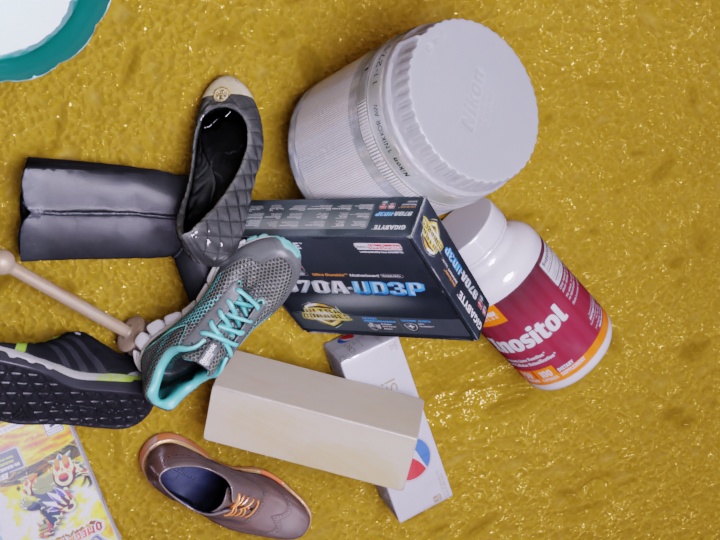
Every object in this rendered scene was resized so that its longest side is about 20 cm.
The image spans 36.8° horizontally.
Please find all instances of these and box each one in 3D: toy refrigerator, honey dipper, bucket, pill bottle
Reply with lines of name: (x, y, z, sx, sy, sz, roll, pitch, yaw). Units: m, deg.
toy refrigerator: (-0.044, 0.147, 1.057, 0.199, 0.076, 0.070, 15, 115, 2)
honey dipper: (-0.255, 0.035, 0.994, 0.200, 0.038, 0.038, 34, 91, -37)
bucket: (-0.304, -0.251, 0.875, 0.207, 0.135, 0.208, -5, 105, -17)
pill bottle: (0.162, 0.023, 1.123, 0.113, 0.113, 0.200, -46, 113, -3)

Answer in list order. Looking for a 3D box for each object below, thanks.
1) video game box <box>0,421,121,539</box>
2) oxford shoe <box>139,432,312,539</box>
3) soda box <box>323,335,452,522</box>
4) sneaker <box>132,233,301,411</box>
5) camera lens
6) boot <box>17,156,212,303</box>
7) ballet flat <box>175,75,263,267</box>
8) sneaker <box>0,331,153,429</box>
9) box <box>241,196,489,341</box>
video game box: (-0.351, 0.231, 1.032, 0.200, 0.047, 0.183, -22, 113, -13)
oxford shoe: (-0.131, 0.234, 1.094, 0.200, 0.073, 0.071, 28, 93, -24)
soda box: (0.030, 0.159, 1.138, 0.068, 0.064, 0.200, -24, 111, -12)
sneaker: (-0.124, 0.053, 0.964, 0.078, 0.091, 0.200, 37, 110, -25)
camera lens: (0.041, -0.123, 0.981, 0.160, 0.200, 0.161, 9, 75, -34)
boot: (-0.215, -0.016, 1.004, 0.199, 0.066, 0.165, 2, 95, -23)
ballet flat: (-0.126, -0.097, 0.969, 0.066, 0.201, 0.057, -7, 150, 15)
sneaker: (-0.279, 0.093, 0.990, 0.200, 0.083, 0.072, 22, 119, -43)
box: (0.000, 0.000, 0.999, 0.159, 0.199, 0.046, 55, 47, -43)
